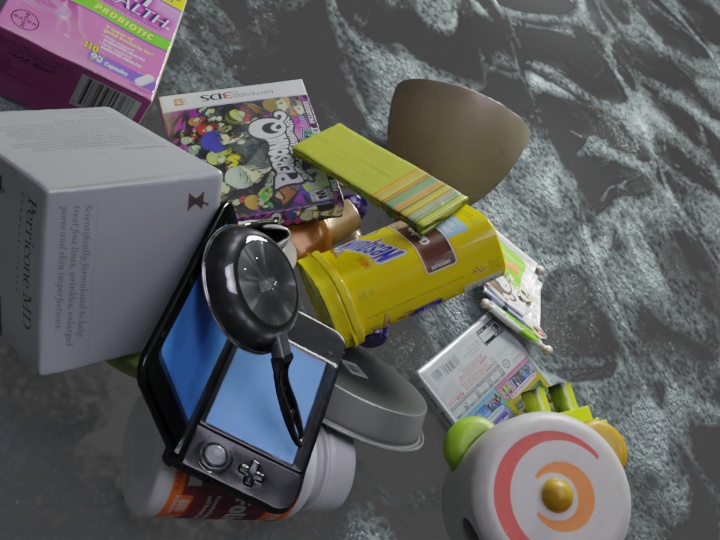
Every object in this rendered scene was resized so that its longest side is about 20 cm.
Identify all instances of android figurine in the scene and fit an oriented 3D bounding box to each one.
[{"bbox_3d":[0.266,0.242,1.126,0.182,0.041,0.200,0,69,-44],"label":"android figurine"}]

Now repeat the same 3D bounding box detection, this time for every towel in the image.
[{"bbox_3d":[0.020,-0.106,1.003,0.200,0.018,0.086,34,46,28],"label":"towel"}]

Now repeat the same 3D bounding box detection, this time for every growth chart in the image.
[{"bbox_3d":[0.214,0.018,1.271,0.145,0.018,0.200,33,36,-17],"label":"growth chart"}]

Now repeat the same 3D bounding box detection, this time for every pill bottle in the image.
[{"bbox_3d":[-0.113,0.178,0.841,0.200,0.114,0.114,11,54,-32],"label":"pill bottle"}]

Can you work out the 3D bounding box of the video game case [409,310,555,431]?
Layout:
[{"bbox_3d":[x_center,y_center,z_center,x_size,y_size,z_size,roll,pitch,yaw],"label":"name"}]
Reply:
[{"bbox_3d":[0.175,0.163,1.146,0.182,0.022,0.200,52,42,6],"label":"video game case"}]

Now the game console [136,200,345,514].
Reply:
[{"bbox_3d":[-0.090,0.074,0.762,0.176,0.116,0.200,29,48,-11],"label":"game console"}]

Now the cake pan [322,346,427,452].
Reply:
[{"bbox_3d":[-0.013,0.119,0.938,0.200,0.037,0.200,27,10,-5],"label":"cake pan"}]

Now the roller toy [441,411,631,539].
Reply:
[{"bbox_3d":[0.194,0.251,0.970,0.200,0.140,0.183,7,70,-11],"label":"roller toy"}]

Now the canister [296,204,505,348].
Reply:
[{"bbox_3d":[0.043,-0.002,0.990,0.200,0.149,0.087,-23,110,-9],"label":"canister"}]

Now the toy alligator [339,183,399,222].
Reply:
[{"bbox_3d":[0.059,-0.083,1.163,0.200,0.059,0.054,14,40,-12],"label":"toy alligator"}]

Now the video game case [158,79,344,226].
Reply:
[{"bbox_3d":[-0.131,-0.135,1.051,0.181,0.036,0.200,-10,59,-14],"label":"video game case"}]

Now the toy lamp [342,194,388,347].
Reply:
[{"bbox_3d":[0.000,0.000,1.101,0.058,0.058,0.200,11,55,-32],"label":"toy lamp"}]

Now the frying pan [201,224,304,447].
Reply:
[{"bbox_3d":[-0.084,0.049,0.743,0.115,0.031,0.190,17,60,-53],"label":"frying pan"}]

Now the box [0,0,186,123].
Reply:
[{"bbox_3d":[-0.314,-0.268,1.020,0.176,0.097,0.200,25,47,-22],"label":"box"}]

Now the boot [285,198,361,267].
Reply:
[{"bbox_3d":[-0.108,-0.091,1.079,0.144,0.071,0.201,-27,65,-32],"label":"boot"}]

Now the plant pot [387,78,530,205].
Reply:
[{"bbox_3d":[0.119,-0.159,1.239,0.200,0.200,0.135,24,83,-23],"label":"plant pot"}]

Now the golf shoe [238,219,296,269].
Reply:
[{"bbox_3d":[-0.102,-0.016,0.915,0.200,0.097,0.078,-10,82,-65],"label":"golf shoe"}]

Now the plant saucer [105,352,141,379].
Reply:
[{"bbox_3d":[-0.186,0.060,0.879,0.200,0.031,0.200,17,24,-8],"label":"plant saucer"}]

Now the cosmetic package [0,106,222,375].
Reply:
[{"bbox_3d":[-0.252,-0.038,0.794,0.165,0.165,0.200,-12,32,-43],"label":"cosmetic package"}]
